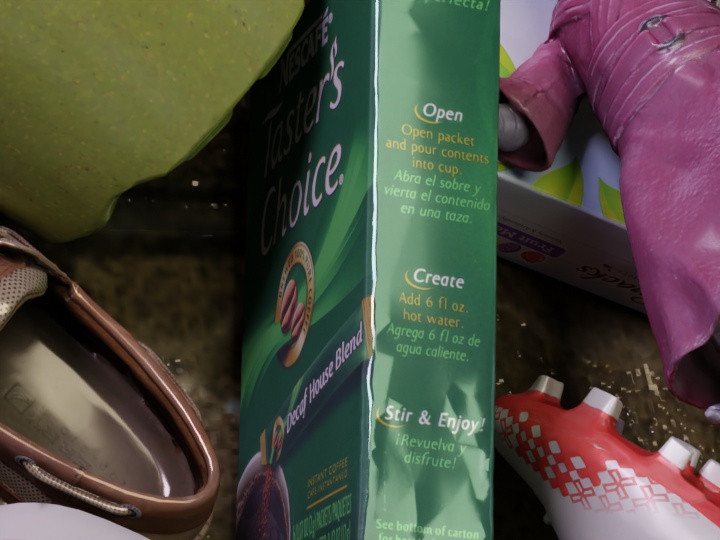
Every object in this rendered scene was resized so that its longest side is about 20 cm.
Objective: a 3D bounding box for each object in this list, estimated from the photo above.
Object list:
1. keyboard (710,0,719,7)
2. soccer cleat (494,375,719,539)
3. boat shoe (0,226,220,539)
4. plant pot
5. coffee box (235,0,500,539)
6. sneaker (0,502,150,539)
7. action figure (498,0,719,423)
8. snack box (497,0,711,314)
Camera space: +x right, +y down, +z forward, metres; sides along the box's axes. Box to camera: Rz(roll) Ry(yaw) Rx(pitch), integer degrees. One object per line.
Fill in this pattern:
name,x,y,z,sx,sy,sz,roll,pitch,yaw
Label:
keyboard,0.153,-0.130,0.884,0.056,0.011,0.201,9,105,-19
soccer cleat,0.096,0.100,0.809,0.068,0.200,0.086,31,91,-48
boat shoe,-0.117,0.011,0.770,0.200,0.072,0.076,39,54,-7
plant pot,-0.116,-0.113,0.775,0.190,0.200,0.201,44,53,-18
coffee box,0.000,0.000,0.795,0.044,0.123,0.202,7,73,-18
sneaker,-0.049,0.158,0.707,0.201,0.075,0.105,51,34,-18
action figure,0.109,-0.059,0.847,0.149,0.134,0.201,34,23,-50
snack box,0.114,-0.055,0.942,0.199,0.053,0.143,20,61,-20
